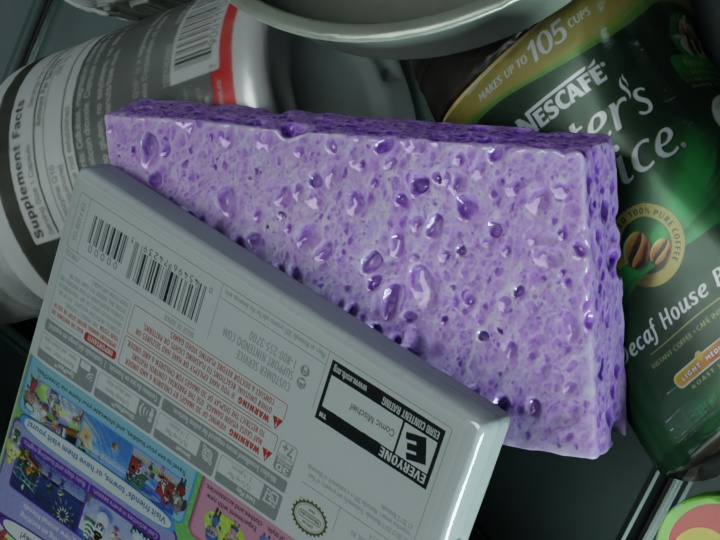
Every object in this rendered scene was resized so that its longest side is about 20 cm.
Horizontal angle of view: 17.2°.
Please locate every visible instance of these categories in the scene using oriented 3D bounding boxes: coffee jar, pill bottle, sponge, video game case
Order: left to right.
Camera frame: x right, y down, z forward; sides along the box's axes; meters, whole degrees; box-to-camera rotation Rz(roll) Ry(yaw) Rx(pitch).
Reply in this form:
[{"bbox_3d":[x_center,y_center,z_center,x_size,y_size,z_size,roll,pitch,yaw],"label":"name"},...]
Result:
[{"bbox_3d":[-0.086,-0.045,0.992,0.199,0.114,0.115,-16,83,34],"label":"pill bottle"},{"bbox_3d":[-0.052,0.085,0.871,0.199,0.022,0.183,31,114,30],"label":"video game case"},{"bbox_3d":[0.000,0.000,0.871,0.199,0.030,0.112,7,110,29],"label":"sponge"},{"bbox_3d":[0.105,-0.031,0.881,0.104,0.085,0.201,-42,69,27],"label":"coffee jar"}]

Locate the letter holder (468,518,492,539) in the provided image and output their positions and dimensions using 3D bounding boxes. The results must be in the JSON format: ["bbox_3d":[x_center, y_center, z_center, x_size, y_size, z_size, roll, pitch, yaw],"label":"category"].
[{"bbox_3d":[0.024,0.158,0.945,0.100,0.142,0.200,-35,70,-4],"label":"letter holder"}]

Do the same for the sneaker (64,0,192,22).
[{"bbox_3d":[-0.046,-0.164,0.994,0.199,0.078,0.100,-14,77,24],"label":"sneaker"}]

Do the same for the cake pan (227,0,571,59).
[{"bbox_3d":[0.028,-0.159,0.879,0.199,0.037,0.201,-11,57,17],"label":"cake pan"}]

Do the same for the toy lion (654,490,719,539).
[{"bbox_3d":[0.175,0.168,0.816,0.190,0.069,0.201,-11,86,13],"label":"toy lion"}]
